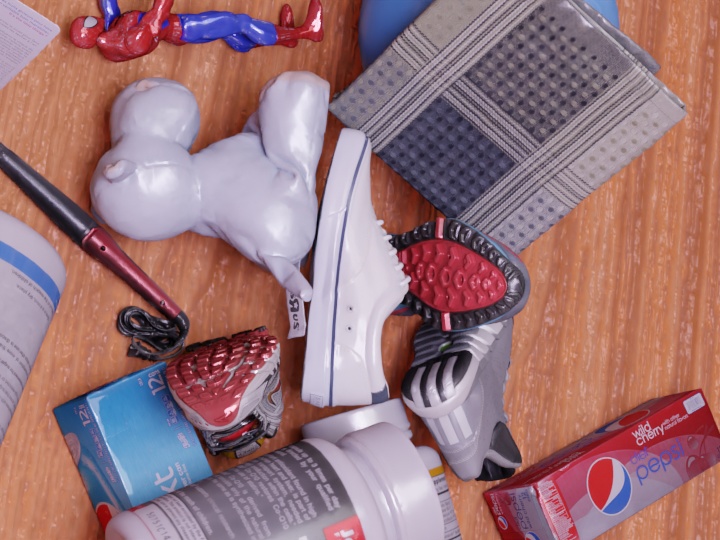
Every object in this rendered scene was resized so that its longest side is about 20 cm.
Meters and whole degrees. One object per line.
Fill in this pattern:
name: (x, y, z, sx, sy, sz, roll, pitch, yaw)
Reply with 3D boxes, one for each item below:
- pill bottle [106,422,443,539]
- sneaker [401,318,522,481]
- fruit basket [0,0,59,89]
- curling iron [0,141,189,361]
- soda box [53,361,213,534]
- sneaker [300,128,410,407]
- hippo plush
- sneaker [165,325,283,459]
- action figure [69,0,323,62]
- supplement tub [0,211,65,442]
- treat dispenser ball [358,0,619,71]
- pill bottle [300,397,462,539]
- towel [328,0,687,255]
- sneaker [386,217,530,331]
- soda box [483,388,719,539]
pill bottle: (-0.053, 0.178, 1.240, 0.199, 0.114, 0.115, -20, 89, -22)
sneaker: (0.087, 0.098, 1.449, 0.116, 0.075, 0.200, 66, 24, -14)
fruit basket: (-0.307, -0.165, 1.212, 0.185, 0.200, 0.094, 32, 49, -21)
curling iron: (-0.192, -0.015, 1.349, 0.200, 0.026, 0.050, 51, 55, -11)
soda box: (-0.135, 0.170, 1.318, 0.068, 0.064, 0.201, -24, 91, -33)
sneaker: (0.000, 0.000, 1.371, 0.070, 0.073, 0.202, 6, 84, -4)
hippo plush: (-0.111, -0.053, 1.367, 0.160, 0.159, 0.201, 6, 68, -4)
sneaker: (-0.081, 0.088, 1.305, 0.077, 0.200, 0.083, -14, 92, 3)
action figure: (-0.129, -0.204, 1.413, 0.199, 0.065, 0.100, -12, 93, -35)
supplement tub: (-0.278, 0.063, 1.206, 0.131, 0.132, 0.201, 29, 63, -23)
treat dispenser ball: (0.098, -0.181, 1.467, 0.200, 0.201, 0.202, 8, 74, -30)
pill bottle: (0.019, 0.199, 1.382, 0.109, 0.109, 0.201, -13, 85, -33)
towel: (0.106, -0.120, 1.372, 0.192, 0.200, 0.035, 40, 32, -16)
sneaker: (0.072, 0.000, 1.408, 0.095, 0.200, 0.080, -1, 94, -33)
soda box: (0.197, 0.162, 1.525, 0.199, 0.070, 0.064, -24, 92, -34)
